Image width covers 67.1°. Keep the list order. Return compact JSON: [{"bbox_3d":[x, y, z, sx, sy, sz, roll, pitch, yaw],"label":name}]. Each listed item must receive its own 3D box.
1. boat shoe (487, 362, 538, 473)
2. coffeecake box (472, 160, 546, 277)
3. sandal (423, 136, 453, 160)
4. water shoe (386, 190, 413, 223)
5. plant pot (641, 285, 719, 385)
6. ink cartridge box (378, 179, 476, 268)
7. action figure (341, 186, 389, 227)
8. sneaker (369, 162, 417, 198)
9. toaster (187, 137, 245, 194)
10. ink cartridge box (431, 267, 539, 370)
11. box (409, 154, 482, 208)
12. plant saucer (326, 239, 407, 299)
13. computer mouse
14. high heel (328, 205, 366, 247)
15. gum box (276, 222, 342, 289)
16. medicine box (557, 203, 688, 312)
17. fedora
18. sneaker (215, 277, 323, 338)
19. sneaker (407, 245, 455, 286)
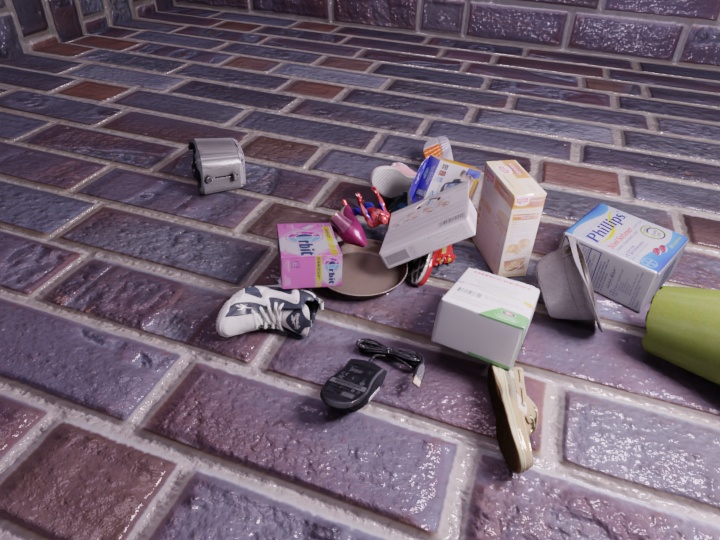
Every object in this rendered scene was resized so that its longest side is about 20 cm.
[{"bbox_3d":[0.243,0.219,0.835,0.064,0.073,0.201,1,31,1],"label":"boat shoe"},{"bbox_3d":[0.312,-0.111,1.166,0.072,0.202,0.154,-5,37,-9],"label":"coffeecake box"},{"bbox_3d":[0.226,-0.287,1.525,0.078,0.059,0.209,-12,57,8],"label":"sandal"},{"bbox_3d":[0.101,-0.121,1.298,0.078,0.072,0.201,-13,29,17],"label":"water shoe"},{"bbox_3d":[0.598,0.108,0.926,0.189,0.202,0.199,16,37,39],"label":"plant pot"},{"bbox_3d":[0.145,-0.098,1.138,0.198,0.045,0.177,-21,26,25],"label":"ink cartridge box"},{"bbox_3d":[0.009,-0.161,1.266,0.065,0.100,0.200,-27,30,-13],"label":"action figure"},{"bbox_3d":[0.082,-0.238,1.407,0.199,0.076,0.105,1,28,-40],"label":"sneaker"},{"bbox_3d":[-0.381,-0.285,1.444,0.128,0.115,0.200,-9,36,-20],"label":"toaster"},{"bbox_3d":[0.228,0.077,0.969,0.144,0.088,0.200,18,25,19],"label":"ink cartridge box"},{"bbox_3d":[0.200,-0.202,1.291,0.199,0.120,0.041,0,29,-47],"label":"box"},{"bbox_3d":[0.000,0.000,1.146,0.198,0.032,0.201,2,37,-1],"label":"plant saucer"},{"bbox_3d":[0.027,0.186,0.891,0.139,0.047,0.200,11,26,19],"label":"computer mouse"},{"bbox_3d":[-0.024,-0.093,1.236,0.096,0.067,0.200,44,11,-4],"label":"high heel"},{"bbox_3d":[-0.106,-0.036,1.078,0.112,0.067,0.200,-3,24,-10],"label":"gum box"},{"bbox_3d":[0.551,-0.034,1.157,0.199,0.104,0.181,32,46,32],"label":"medicine box"},{"bbox_3d":[0.395,0.030,1.046,0.089,0.177,0.201,-17,39,25],"label":"fedora"},{"bbox_3d":[-0.152,0.082,0.988,0.198,0.080,0.129,-19,32,-40],"label":"sneaker"},{"bbox_3d":[0.167,-0.038,1.173,0.085,0.077,0.201,39,52,-14],"label":"sneaker"}]
